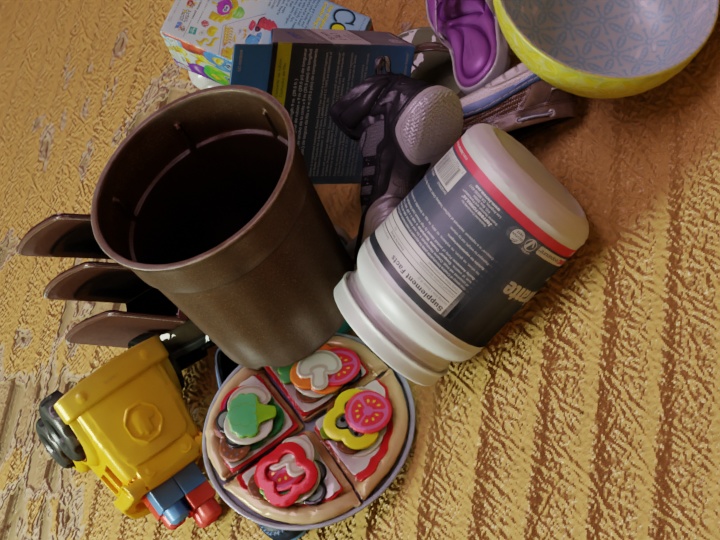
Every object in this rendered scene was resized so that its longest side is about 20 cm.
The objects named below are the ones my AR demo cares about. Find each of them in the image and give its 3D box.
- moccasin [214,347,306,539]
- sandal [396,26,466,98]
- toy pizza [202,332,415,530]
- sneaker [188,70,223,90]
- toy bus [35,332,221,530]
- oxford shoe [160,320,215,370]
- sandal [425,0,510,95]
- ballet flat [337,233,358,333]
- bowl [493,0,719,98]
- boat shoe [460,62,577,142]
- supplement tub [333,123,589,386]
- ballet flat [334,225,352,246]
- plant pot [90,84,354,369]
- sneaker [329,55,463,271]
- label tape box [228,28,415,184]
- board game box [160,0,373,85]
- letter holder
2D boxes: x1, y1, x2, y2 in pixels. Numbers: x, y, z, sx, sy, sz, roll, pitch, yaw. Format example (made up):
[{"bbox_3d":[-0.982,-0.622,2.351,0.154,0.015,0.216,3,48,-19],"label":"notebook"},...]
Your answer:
[{"bbox_3d":[-0.104,0.161,1.607,0.080,0.068,0.201,-32,58,14],"label":"moccasin"},{"bbox_3d":[0.077,-0.197,1.703,0.080,0.057,0.201,-54,36,8],"label":"sandal"},{"bbox_3d":[-0.049,0.138,1.541,0.198,0.032,0.202,-7,56,10],"label":"toy pizza"},{"bbox_3d":[-0.137,-0.271,1.940,0.080,0.146,0.202,-20,50,40],"label":"sneaker"},{"bbox_3d":[-0.214,0.181,1.694,0.135,0.193,0.200,-35,-5,-21],"label":"toy bus"},{"bbox_3d":[-0.165,0.041,1.777,0.199,0.073,0.085,-31,85,27],"label":"oxford shoe"},{"bbox_3d":[0.098,-0.248,1.653,0.082,0.050,0.204,-43,38,20],"label":"sandal"},{"bbox_3d":[0.000,0.000,1.648,0.200,0.067,0.064,-41,27,14],"label":"ballet flat"},{"bbox_3d":[0.204,-0.224,1.505,0.108,0.198,0.202,106,177,-64],"label":"bowl"},{"bbox_3d":[0.111,-0.122,1.586,0.199,0.072,0.073,-33,72,26],"label":"boat shoe"},{"bbox_3d":[0.087,-0.013,1.481,0.200,0.140,0.141,-47,36,15],"label":"supplement tub"},{"bbox_3d":[-0.073,0.041,1.709,0.201,0.069,0.069,-52,35,4],"label":"ballet flat"},{"bbox_3d":[-0.109,-0.026,1.540,0.198,0.199,0.202,-14,49,17],"label":"plant pot"},{"bbox_3d":[0.020,-0.095,1.568,0.114,0.075,0.202,40,122,37],"label":"sneaker"},{"bbox_3d":[-0.054,-0.160,1.673,0.063,0.198,0.146,40,126,53],"label":"label tape box"},{"bbox_3d":[-0.095,-0.241,1.813,0.198,0.103,0.106,24,79,10],"label":"board game box"},{"bbox_3d":[-0.263,0.012,1.697,0.200,0.141,0.102,156,116,-66],"label":"letter holder"}]
